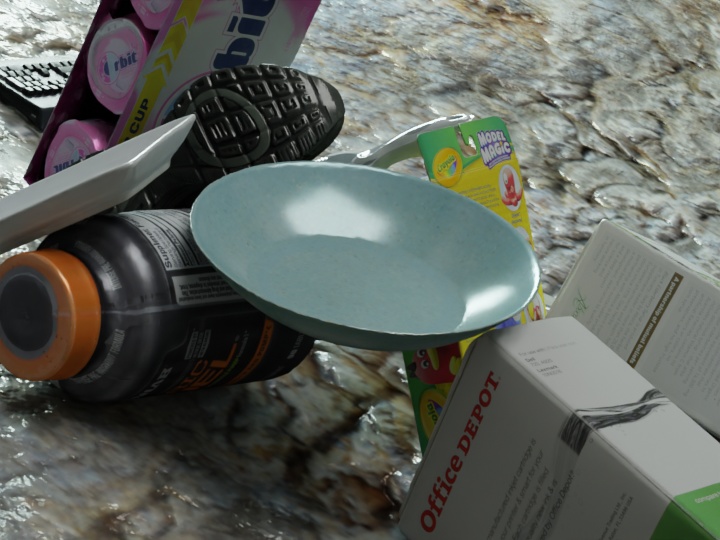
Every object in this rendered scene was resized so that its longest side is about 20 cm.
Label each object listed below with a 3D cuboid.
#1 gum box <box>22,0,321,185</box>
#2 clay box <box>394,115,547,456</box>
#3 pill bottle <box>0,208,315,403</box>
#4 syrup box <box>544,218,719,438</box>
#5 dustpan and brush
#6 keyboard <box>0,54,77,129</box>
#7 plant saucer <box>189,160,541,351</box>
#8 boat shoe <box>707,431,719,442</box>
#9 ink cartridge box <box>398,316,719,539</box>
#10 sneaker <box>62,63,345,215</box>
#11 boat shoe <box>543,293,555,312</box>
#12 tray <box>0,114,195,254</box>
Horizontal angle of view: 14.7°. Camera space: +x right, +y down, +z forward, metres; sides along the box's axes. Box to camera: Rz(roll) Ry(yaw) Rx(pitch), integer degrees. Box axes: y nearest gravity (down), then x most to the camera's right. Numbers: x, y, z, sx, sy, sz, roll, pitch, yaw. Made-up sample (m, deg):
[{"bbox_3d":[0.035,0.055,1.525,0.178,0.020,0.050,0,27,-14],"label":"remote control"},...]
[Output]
[{"bbox_3d":[-0.116,-0.119,1.748,0.113,0.201,0.066,4,31,-44],"label":"gum box"},{"bbox_3d":[0.065,0.012,1.698,0.047,0.201,0.115,-10,3,32],"label":"clay box"},{"bbox_3d":[-0.120,0.019,1.582,0.106,0.107,0.199,41,27,30],"label":"pill bottle"},{"bbox_3d":[0.218,0.053,1.694,0.200,0.082,0.079,34,9,34],"label":"syrup box"},{"bbox_3d":[-0.017,-0.050,1.739,0.199,0.058,0.140,-14,19,14],"label":"dustpan and brush"},{"bbox_3d":[-0.163,-0.118,1.926,0.127,0.021,0.200,38,27,24],"label":"keyboard"},{"bbox_3d":[0.000,0.000,1.556,0.200,0.039,0.201,10,27,-5],"label":"plant saucer"},{"bbox_3d":[0.229,0.121,1.789,0.199,0.072,0.067,5,14,-35],"label":"boat shoe"},{"bbox_3d":[0.131,0.140,1.535,0.084,0.147,0.200,-9,42,-44],"label":"ink cartridge box"},{"bbox_3d":[-0.093,-0.062,1.688,0.091,0.199,0.076,23,47,-63],"label":"sneaker"},{"bbox_3d":[0.167,0.075,1.825,0.200,0.070,0.072,19,35,-8],"label":"boat shoe"},{"bbox_3d":[-0.188,-0.030,1.559,0.022,0.199,0.107,64,23,-9],"label":"tray"}]
